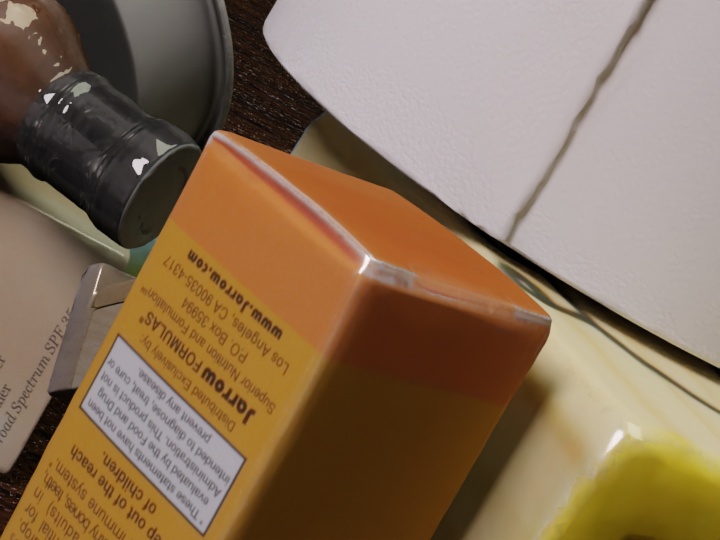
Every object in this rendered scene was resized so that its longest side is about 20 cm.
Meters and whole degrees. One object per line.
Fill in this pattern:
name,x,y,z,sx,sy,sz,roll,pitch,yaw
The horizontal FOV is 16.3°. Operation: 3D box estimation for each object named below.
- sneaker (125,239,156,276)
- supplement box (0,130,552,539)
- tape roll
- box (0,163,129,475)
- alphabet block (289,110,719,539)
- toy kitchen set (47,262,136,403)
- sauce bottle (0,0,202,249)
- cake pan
sneaker,-0.129,-0.041,1.111,0.081,0.075,0.200,-2,15,-26
supplement box,-0.042,0.075,0.555,0.066,0.201,0.069,17,15,-47
tape roll,0.091,-0.073,0.684,0.202,0.140,0.203,30,13,-8
box,-0.185,-0.024,0.850,0.199,0.095,0.078,27,13,-14
alphabet block,0.048,0.103,0.674,0.194,0.197,0.200,22,15,-30
toy kitchen set,0.000,0.000,0.863,0.199,0.182,0.163,25,-20,-28
sauce bottle,-0.136,-0.079,0.819,0.199,0.065,0.065,36,13,17
cake pan,-0.131,-0.109,0.911,0.200,0.201,0.037,36,54,19
